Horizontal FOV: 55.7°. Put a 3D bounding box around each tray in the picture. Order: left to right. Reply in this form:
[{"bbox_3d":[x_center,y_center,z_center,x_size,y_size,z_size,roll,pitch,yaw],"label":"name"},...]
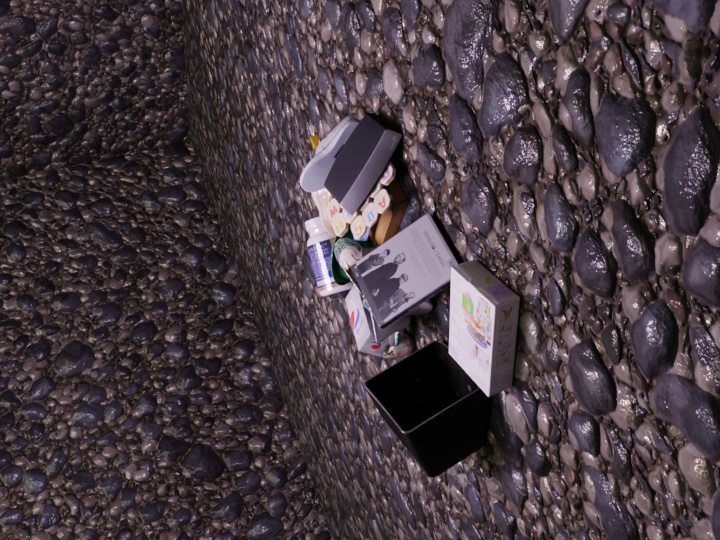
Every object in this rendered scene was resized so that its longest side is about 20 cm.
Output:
[{"bbox_3d":[0.053,-0.134,1.563,0.201,0.036,0.100,109,140,-57],"label":"tray"}]

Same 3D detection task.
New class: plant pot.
[{"bbox_3d":[0.150,0.301,1.418,0.199,0.198,0.180,39,152,58],"label":"plant pot"}]

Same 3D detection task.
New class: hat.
[{"bbox_3d":[0.040,-0.015,1.671,0.174,0.167,0.202,18,144,26],"label":"hat"}]

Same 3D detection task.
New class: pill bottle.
[{"bbox_3d":[-0.078,-0.043,1.812,0.116,0.114,0.204,163,92,-71],"label":"pill bottle"}]

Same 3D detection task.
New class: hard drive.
[{"bbox_3d":[-0.002,-0.234,1.467,0.202,0.042,0.135,-57,39,15],"label":"hard drive"}]

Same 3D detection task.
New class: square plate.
[{"bbox_3d":[0.063,0.044,1.513,0.199,0.028,0.202,-16,-84,-67],"label":"square plate"}]

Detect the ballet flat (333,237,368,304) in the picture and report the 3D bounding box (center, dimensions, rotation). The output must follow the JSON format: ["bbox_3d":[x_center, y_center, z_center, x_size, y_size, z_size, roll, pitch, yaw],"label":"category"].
[{"bbox_3d":[0.000,0.000,1.563,0.201,0.074,0.075,52,154,17],"label":"ballet flat"}]

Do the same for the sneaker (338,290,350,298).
[{"bbox_3d":[-0.063,-0.024,1.923,0.082,0.069,0.204,-152,54,-72],"label":"sneaker"}]

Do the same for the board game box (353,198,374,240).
[{"bbox_3d":[0.000,-0.196,1.589,0.152,0.036,0.203,107,159,-57],"label":"board game box"}]

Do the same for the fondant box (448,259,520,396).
[{"bbox_3d":[0.222,0.104,1.247,0.144,0.057,0.203,-132,31,-51],"label":"fondant box"}]

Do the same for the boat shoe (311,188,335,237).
[{"bbox_3d":[-0.059,-0.146,1.662,0.068,0.074,0.201,15,152,28],"label":"boat shoe"}]

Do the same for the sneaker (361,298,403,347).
[{"bbox_3d":[0.049,0.083,1.619,0.077,0.090,0.204,-9,-93,-74],"label":"sneaker"}]

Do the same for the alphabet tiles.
[{"bbox_3d":[-0.002,-0.172,1.485,0.200,0.014,0.197,-46,45,26],"label":"alphabet tiles"}]

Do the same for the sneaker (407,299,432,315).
[{"bbox_3d":[0.117,0.020,1.469,0.201,0.076,0.114,83,-174,-65],"label":"sneaker"}]

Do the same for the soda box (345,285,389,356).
[{"bbox_3d":[0.018,0.120,1.709,0.064,0.067,0.201,-58,29,28],"label":"soda box"}]

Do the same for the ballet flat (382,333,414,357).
[{"bbox_3d":[0.069,0.189,1.720,0.200,0.066,0.069,149,103,-70],"label":"ballet flat"}]

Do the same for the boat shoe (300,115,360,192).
[{"bbox_3d":[-0.072,-0.275,1.565,0.203,0.074,0.086,-51,32,16],"label":"boat shoe"}]

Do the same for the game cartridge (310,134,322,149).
[{"bbox_3d":[-0.072,-0.225,1.768,0.201,0.032,0.178,72,171,-57],"label":"game cartridge"}]

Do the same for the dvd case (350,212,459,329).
[{"bbox_3d":[0.091,0.000,1.358,0.025,0.198,0.152,34,-154,-60],"label":"dvd case"}]
